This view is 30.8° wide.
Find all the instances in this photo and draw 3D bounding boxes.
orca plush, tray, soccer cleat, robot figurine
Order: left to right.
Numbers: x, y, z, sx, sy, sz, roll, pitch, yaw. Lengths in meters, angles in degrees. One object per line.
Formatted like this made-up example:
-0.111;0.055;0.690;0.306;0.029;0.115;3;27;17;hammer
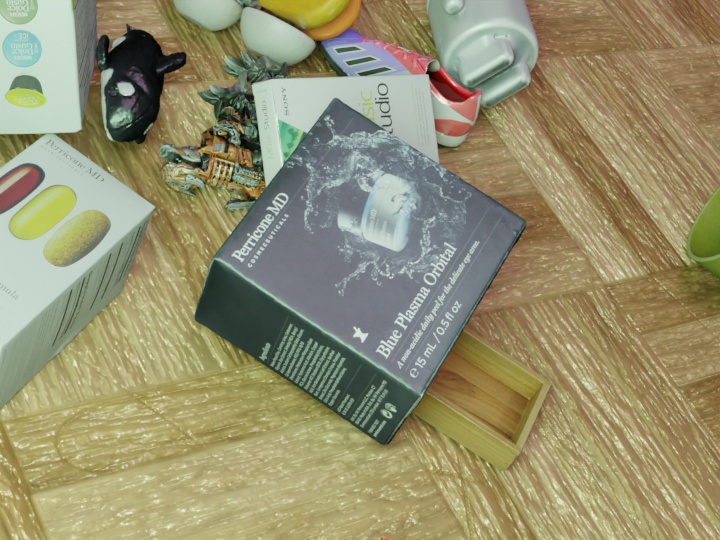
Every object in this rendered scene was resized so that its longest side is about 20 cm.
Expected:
-0.191;-0.180;1.222;0.071;0.106;0.200;-13;17;6;orca plush
0.043;-0.216;1.410;0.200;0.073;0.068;37;44;8;soccer cleat
0.066;0.086;1.172;0.199;0.037;0.099;34;42;1;tray
0.137;-0.281;1.494;0.170;0.112;0.201;46;26;-44;robot figurine

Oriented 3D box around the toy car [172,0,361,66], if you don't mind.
-0.088;-0.313;1.381;0.199;0.176;0.150;28;2;14;toy car

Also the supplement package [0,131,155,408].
-0.267;0.004;1.005;0.113;0.110;0.200;34;43;3;supplement package

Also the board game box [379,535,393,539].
0.057;0.312;0.949;0.151;0.046;0.201;24;43;-8;board game box

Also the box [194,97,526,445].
0.000;0.000;1.094;0.199;0.118;0.197;33;60;3;box

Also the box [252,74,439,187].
-0.007;-0.112;1.250;0.199;0.036;0.146;-9;93;-39;box

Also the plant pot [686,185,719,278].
0.493;-0.017;1.427;0.200;0.187;0.188;41;41;-11;plant pot

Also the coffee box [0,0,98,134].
-0.324;-0.237;1.066;0.198;0.199;0.200;-1;29;-7;coffee box

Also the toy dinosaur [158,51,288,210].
-0.100;-0.123;1.250;0.199;0.102;0.137;-2;73;-49;toy dinosaur
